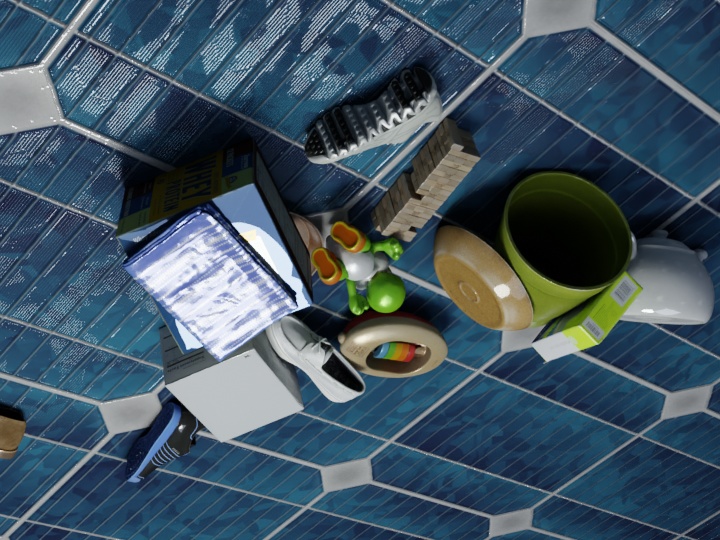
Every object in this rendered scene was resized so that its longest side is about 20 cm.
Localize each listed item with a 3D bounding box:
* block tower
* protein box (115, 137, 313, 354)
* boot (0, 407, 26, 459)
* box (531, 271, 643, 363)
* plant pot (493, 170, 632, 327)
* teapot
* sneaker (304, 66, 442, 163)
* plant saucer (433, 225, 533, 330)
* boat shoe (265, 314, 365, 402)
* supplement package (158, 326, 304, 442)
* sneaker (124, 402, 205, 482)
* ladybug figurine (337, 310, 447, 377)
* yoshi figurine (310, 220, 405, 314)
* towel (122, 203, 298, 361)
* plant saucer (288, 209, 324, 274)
[{"bbox_3d":[0.093,-0.123,1.674,0.057,0.054,0.200,12,134,-31],"label":"block tower"},{"bbox_3d":[-0.192,-0.032,1.578,0.197,0.135,0.201,-21,120,7],"label":"protein box"},{"bbox_3d":[-0.630,0.242,1.873,0.199,0.074,0.076,18,112,-40],"label":"boot"},{"bbox_3d":[0.341,0.074,1.806,0.122,0.048,0.200,-47,-177,-20],"label":"box"},{"bbox_3d":[0.280,-0.012,1.776,0.198,0.202,0.193,-1,150,-16],"label":"plant pot"},{"bbox_3d":[0.474,0.007,1.885,0.195,0.148,0.200,4,176,6],"label":"teapot"},{"bbox_3d":[0.020,-0.190,1.563,0.199,0.076,0.081,-25,149,12],"label":"sneaker"},{"bbox_3d":[0.173,0.022,1.766,0.035,0.200,0.201,-41,145,-19],"label":"plant saucer"},{"bbox_3d":[-0.069,0.135,1.863,0.068,0.072,0.201,-19,116,45],"label":"boat shoe"},{"bbox_3d":[-0.204,0.159,1.865,0.154,0.112,0.200,-22,140,8],"label":"supplement package"},{"bbox_3d":[-0.337,0.307,2.028,0.077,0.071,0.200,22,128,-28],"label":"sneaker"},{"bbox_3d":[0.050,0.115,1.925,0.198,0.072,0.136,13,134,-31],"label":"ladybug figurine"},{"bbox_3d":[0.013,0.006,1.719,0.111,0.113,0.200,-6,164,22],"label":"yoshi figurine"},{"bbox_3d":[-0.192,0.019,1.516,0.144,0.024,0.200,-34,118,14],"label":"towel"},{"bbox_3d":[-0.153,-0.030,1.720,0.198,0.035,0.201,-9,141,-7],"label":"plant saucer"}]
